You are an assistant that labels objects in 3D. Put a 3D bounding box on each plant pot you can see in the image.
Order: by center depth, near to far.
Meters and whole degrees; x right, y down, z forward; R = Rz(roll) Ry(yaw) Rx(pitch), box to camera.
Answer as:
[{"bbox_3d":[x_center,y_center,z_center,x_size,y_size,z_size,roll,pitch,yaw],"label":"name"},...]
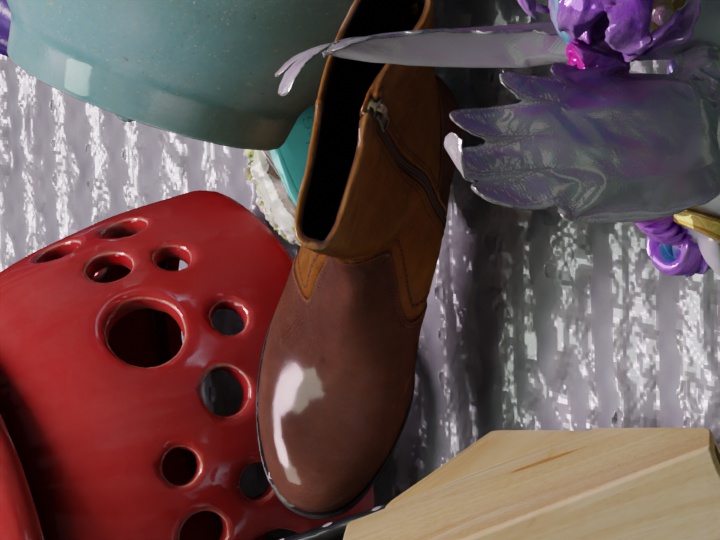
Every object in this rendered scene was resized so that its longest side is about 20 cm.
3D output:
[{"bbox_3d":[-0.066,-0.128,1.035,0.200,0.200,0.134,32,107,49],"label":"plant pot"},{"bbox_3d":[-0.118,0.080,1.160,0.200,0.182,0.201,40,138,48],"label":"plant pot"}]

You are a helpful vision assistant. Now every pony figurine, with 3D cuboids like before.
[{"bbox_3d":[0.093,-0.084,0.839,0.167,0.193,0.200,44,123,55],"label":"pony figurine"}]

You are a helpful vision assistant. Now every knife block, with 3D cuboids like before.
[{"bbox_3d":[0.031,0.129,0.980,0.200,0.176,0.064,-5,114,55],"label":"knife block"}]

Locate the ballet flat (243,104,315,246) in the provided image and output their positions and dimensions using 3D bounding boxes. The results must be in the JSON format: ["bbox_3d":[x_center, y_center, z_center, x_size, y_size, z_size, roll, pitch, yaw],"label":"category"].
[{"bbox_3d":[-0.040,-0.101,1.147,0.064,0.076,0.200,133,128,-72],"label":"ballet flat"}]

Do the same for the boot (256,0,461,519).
[{"bbox_3d":[0.000,0.000,0.990,0.200,0.068,0.188,72,-139,-83],"label":"boot"}]

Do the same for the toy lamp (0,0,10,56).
[{"bbox_3d":[-0.211,-0.164,1.395,0.200,0.058,0.058,38,126,47],"label":"toy lamp"}]
